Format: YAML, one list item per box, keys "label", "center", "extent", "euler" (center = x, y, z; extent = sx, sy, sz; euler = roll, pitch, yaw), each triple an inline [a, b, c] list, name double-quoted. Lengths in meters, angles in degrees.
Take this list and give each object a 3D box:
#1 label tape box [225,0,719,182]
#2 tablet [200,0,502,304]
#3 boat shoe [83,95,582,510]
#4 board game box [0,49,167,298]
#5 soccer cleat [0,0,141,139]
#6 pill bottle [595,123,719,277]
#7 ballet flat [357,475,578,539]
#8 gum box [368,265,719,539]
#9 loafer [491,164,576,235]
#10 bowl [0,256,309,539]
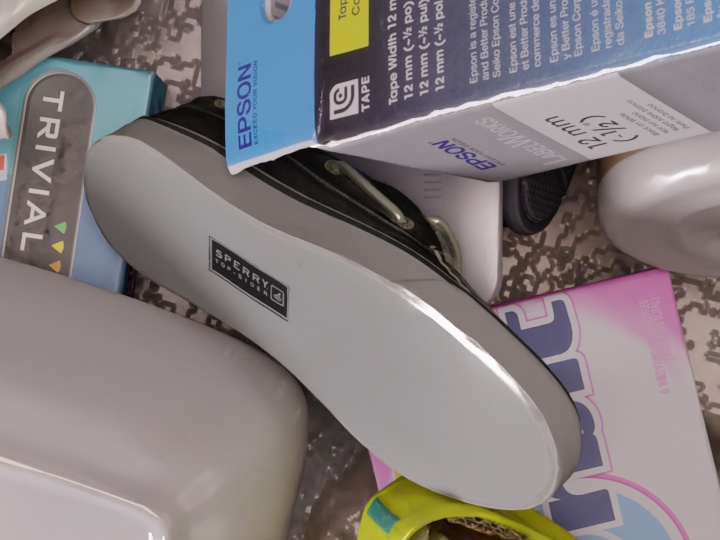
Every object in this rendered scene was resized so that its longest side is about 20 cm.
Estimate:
- label: "label tape box"
  center: [0.052, -0.108, 0.699]
  extent: [0.199, 0.066, 0.144]
  euler: [-13, 69, 37]
- label: "tablet"
  center: [-0.006, -0.087, 0.795]
  extent: [0.129, 0.014, 0.202]
  euler: [-1, 87, 35]
- label: "boat shoe"
  center: [0.000, 0.000, 0.734]
  extent: [0.200, 0.071, 0.064]
  euler: [36, 46, 26]
- label: "board game box"
  center: [-0.179, -0.008, 0.809]
  extent: [0.198, 0.047, 0.152]
  euler: [8, 88, 1]
- label: "soccer cleat"
  center: [-0.093, -0.129, 0.788]
  extent: [0.077, 0.069, 0.200]
  euler: [34, 71, 10]
- label: "pill bottle"
  center: [0.131, -0.107, 0.751]
  extent: [0.110, 0.111, 0.202]
  euler: [1, 72, 0]
- label: "ballet flat"
  center: [0.085, 0.131, 0.724]
  extent: [0.199, 0.067, 0.067]
  euler: [34, 86, -1]
- label: "gum box"
  center: [0.071, 0.109, 0.792]
  extent: [0.113, 0.066, 0.202]
  euler: [-13, 88, -1]
- label: "loafer"
  center: [0.055, -0.113, 0.810]
  extent: [0.063, 0.072, 0.202]
  euler: [7, 82, 25]
- label: "bowl"
  center: [-0.130, 0.103, 0.757]
  extent: [0.198, 0.075, 0.201]
  euler: [17, 111, -2]
